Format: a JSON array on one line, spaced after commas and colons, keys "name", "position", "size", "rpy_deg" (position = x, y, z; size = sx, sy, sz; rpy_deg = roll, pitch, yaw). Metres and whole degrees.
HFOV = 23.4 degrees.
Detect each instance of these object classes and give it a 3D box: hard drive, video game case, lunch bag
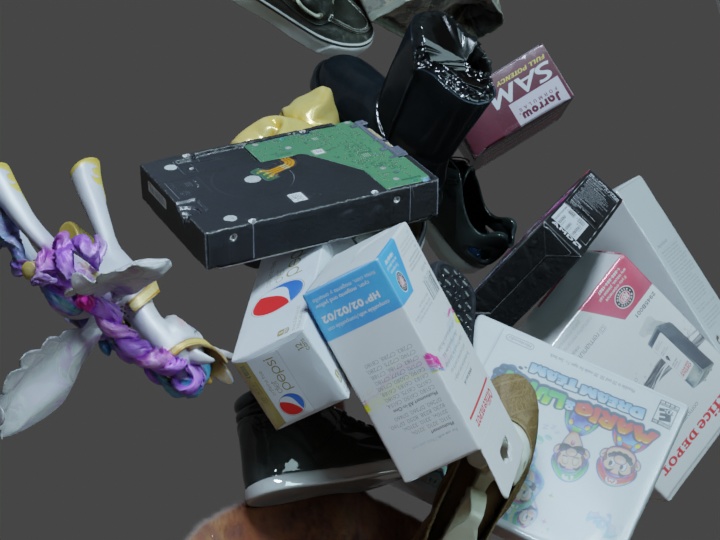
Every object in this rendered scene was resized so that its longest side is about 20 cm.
[{"name": "hard drive", "position": [-0.057, -0.063, 1.367], "size": [0.200, 0.038, 0.140], "rpy_deg": [-15, 32, -24]}, {"name": "video game case", "position": [0.151, 0.146, 1.459], "size": [0.200, 0.024, 0.182], "rpy_deg": [24, 57, 13]}, {"name": "lunch bag", "position": [0.060, -0.320, 1.753], "size": [0.200, 0.117, 0.164], "rpy_deg": [9, 54, -62]}]

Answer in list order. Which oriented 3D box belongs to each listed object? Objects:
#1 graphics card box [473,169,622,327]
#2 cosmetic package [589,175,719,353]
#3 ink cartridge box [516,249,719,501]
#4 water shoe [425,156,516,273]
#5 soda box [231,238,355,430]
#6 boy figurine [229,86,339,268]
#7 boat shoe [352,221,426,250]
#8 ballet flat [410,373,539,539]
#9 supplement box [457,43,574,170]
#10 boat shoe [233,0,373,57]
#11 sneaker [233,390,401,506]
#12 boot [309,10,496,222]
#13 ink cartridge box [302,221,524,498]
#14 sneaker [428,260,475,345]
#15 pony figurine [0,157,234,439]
[{"name": "graphics card box", "position": [0.170, -0.015, 1.621], "size": [0.051, 0.125, 0.200], "rpy_deg": [44, 26, 1]}, {"name": "cosmetic package", "position": [0.293, 0.013, 1.797], "size": [0.200, 0.102, 0.074], "rpy_deg": [59, 35, 0]}, {"name": "ink cartridge box", "position": [0.251, 0.099, 1.642], "size": [0.200, 0.085, 0.146], "rpy_deg": [44, 77, -19]}, {"name": "water shoe", "position": [0.070, -0.091, 1.630], "size": [0.200, 0.079, 0.072], "rpy_deg": [49, 36, -11]}, {"name": "soda box", "position": [-0.042, 0.033, 1.321], "size": [0.068, 0.064, 0.200], "rpy_deg": [58, 18, -22]}, {"name": "boy figurine", "position": [-0.059, -0.086, 1.487], "size": [0.124, 0.064, 0.200], "rpy_deg": [19, 43, -12]}, {"name": "boat shoe", "position": [0.000, 0.000, 1.495], "size": [0.074, 0.060, 0.200], "rpy_deg": [54, 36, -5]}, {"name": "ballet flat", "position": [0.090, 0.177, 1.368], "size": [0.068, 0.200, 0.072], "rpy_deg": [29, -1, -5]}, {"name": "supplement box", "position": [0.138, -0.151, 1.656], "size": [0.061, 0.109, 0.200], "rpy_deg": [58, 1, 2]}, {"name": "boat shoe", "position": [-0.051, -0.259, 1.627], "size": [0.200, 0.064, 0.071], "rpy_deg": [20, 49, -41]}, {"name": "sneaker", "position": [-0.015, 0.123, 1.365], "size": [0.200, 0.071, 0.099], "rpy_deg": [-2, 69, -40]}, {"name": "boot", "position": [0.038, -0.165, 1.518], "size": [0.076, 0.168, 0.200], "rpy_deg": [-8, 52, -31]}, {"name": "ink cartridge box", "position": [0.043, 0.076, 1.288], "size": [0.200, 0.068, 0.115], "rpy_deg": [61, 18, -8]}, {"name": "sneaker", "position": [0.050, 0.075, 1.476], "size": [0.072, 0.083, 0.200], "rpy_deg": [43, 33, -16]}, {"name": "pony figurine", "position": [-0.190, 0.014, 1.209], "size": [0.200, 0.167, 0.193], "rpy_deg": [50, 25, 16]}]
